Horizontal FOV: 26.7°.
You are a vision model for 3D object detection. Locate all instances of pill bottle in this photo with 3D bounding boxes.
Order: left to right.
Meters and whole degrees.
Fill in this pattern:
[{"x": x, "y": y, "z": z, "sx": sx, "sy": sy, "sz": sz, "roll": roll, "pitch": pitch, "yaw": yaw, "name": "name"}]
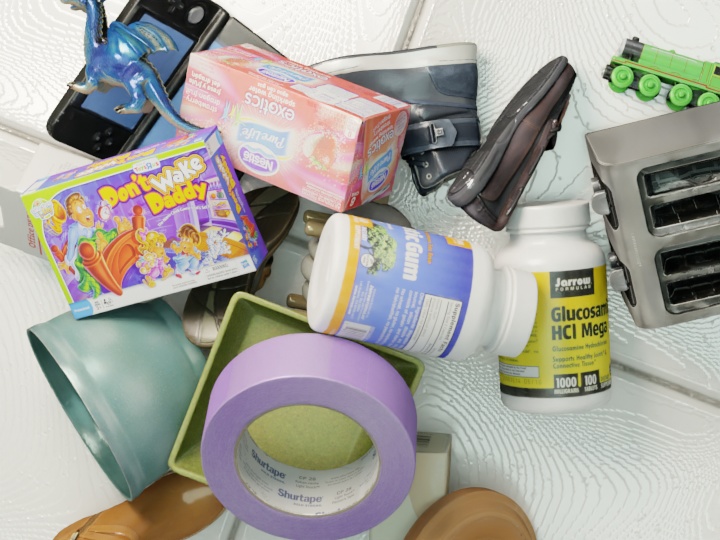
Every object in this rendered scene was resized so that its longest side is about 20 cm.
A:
[{"x": 0.058, "y": 0.020, "z": 1.408, "sx": 0.198, "sy": 0.112, "sz": 0.113, "roll": 11, "pitch": 98, "yaw": -12, "name": "pill bottle"}, {"x": 0.189, "y": 0.034, "z": 1.503, "sx": 0.111, "sy": 0.112, "sz": 0.202, "roll": -3, "pitch": 96, "yaw": 7, "name": "pill bottle"}]

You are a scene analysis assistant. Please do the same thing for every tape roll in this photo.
[{"x": -0.047, "y": 0.157, "z": 1.412, "sx": 0.198, "sy": 0.066, "sz": 0.201, "roll": 2, "pitch": 124, "yaw": 3, "name": "tape roll"}]

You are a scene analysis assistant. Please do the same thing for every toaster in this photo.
[{"x": 0.325, "y": -0.056, "z": 1.455, "sx": 0.198, "sy": 0.119, "sz": 0.182, "roll": -13, "pitch": 112, "yaw": 9, "name": "toaster"}]

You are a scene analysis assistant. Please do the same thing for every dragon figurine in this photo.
[{"x": -0.213, "y": -0.201, "z": 1.430, "sx": 0.199, "sy": 0.059, "sz": 0.100, "roll": 28, "pitch": 106, "yaw": 20, "name": "dragon figurine"}]

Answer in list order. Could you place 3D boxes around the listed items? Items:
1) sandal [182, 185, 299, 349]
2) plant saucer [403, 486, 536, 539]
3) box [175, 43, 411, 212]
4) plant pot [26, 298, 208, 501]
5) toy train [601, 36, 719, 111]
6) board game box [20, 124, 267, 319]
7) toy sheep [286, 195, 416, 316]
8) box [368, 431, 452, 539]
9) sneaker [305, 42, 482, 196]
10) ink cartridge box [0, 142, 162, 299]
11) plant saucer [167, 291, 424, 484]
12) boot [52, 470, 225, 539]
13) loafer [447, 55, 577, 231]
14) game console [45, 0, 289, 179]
[{"x": -0.118, "y": 0.000, "z": 1.536, "sx": 0.081, "sy": 0.055, "sz": 0.201, "roll": 8, "pitch": 60, "yaw": 19, "name": "sandal"}, {"x": 0.109, "y": 0.319, "z": 1.518, "sx": 0.032, "sy": 0.199, "sz": 0.202, "roll": 12, "pitch": 105, "yaw": 50, "name": "plant saucer"}, {"x": -0.066, "y": -0.139, "z": 1.453, "sx": 0.199, "sy": 0.102, "sz": 0.095, "roll": 23, "pitch": 113, "yaw": 23, "name": "box"}, {"x": -0.229, "y": 0.111, "z": 1.536, "sx": 0.134, "sy": 0.200, "sz": 0.201, "roll": -32, "pitch": 92, "yaw": -17, "name": "plant pot"}, {"x": 0.338, "y": -0.181, "z": 1.501, "sx": 0.198, "sy": 0.042, "sz": 0.057, "roll": 19, "pitch": 88, "yaw": 5, "name": "toy train"}, {"x": -0.205, "y": -0.044, "z": 1.442, "sx": 0.198, "sy": 0.045, "sz": 0.135, "roll": -15, "pitch": 110, "yaw": 19, "name": "board game box"}, {"x": 0.000, "y": 0.000, "z": 1.514, "sx": 0.137, "sy": 0.138, "sz": 0.202, "roll": 14, "pitch": 108, "yaw": 5, "name": "toy sheep"}, {"x": 0.050, "y": 0.272, "z": 1.557, "sx": 0.077, "sy": 0.095, "sz": 0.202, "roll": 3, "pitch": 98, "yaw": 6, "name": "box"}, {"x": 0.024, "y": -0.144, "z": 1.521, "sx": 0.200, "sy": 0.077, "sz": 0.148, "roll": -6, "pitch": 93, "yaw": 5, "name": "sneaker"}, {"x": -0.281, "y": -0.055, "z": 1.543, "sx": 0.198, "sy": 0.116, "sz": 0.068, "roll": 19, "pitch": 57, "yaw": 4, "name": "ink cartridge box"}, {"x": -0.063, "y": 0.134, "z": 1.491, "sx": 0.199, "sy": 0.048, "sz": 0.201, "roll": 21, "pitch": 107, "yaw": -6, "name": "plant saucer"}, {"x": -0.232, "y": 0.272, "z": 1.558, "sx": 0.199, "sy": 0.155, "sz": 0.074, "roll": -25, "pitch": 92, "yaw": 9, "name": "boot"}, {"x": 0.159, "y": -0.123, "z": 1.489, "sx": 0.063, "sy": 0.072, "sz": 0.200, "roll": 43, "pitch": 66, "yaw": -13, "name": "loafer"}, {"x": -0.184, "y": -0.169, "z": 1.529, "sx": 0.116, "sy": 0.176, "sz": 0.201, "roll": 42, "pitch": 100, "yaw": 30, "name": "game console"}]
